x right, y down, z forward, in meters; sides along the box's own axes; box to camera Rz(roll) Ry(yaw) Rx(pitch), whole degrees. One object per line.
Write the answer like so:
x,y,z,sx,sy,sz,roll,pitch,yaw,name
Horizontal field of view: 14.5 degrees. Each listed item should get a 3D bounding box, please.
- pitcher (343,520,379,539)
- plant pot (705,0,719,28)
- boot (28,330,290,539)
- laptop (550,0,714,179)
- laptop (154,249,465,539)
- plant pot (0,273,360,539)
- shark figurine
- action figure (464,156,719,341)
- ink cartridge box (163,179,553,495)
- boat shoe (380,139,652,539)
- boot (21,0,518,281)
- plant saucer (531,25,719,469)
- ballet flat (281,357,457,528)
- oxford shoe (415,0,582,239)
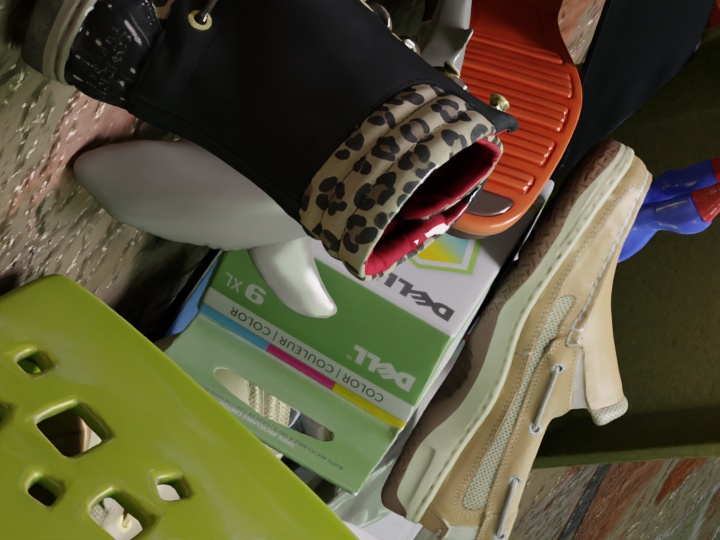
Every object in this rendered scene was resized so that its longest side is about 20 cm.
-0.041,0.199,1.255,0.171,0.121,0.200,23,104,-51,pitcher
0.329,-0.138,1.798,0.200,0.200,0.176,-47,175,-22,plant pot
-0.109,0.108,1.221,0.155,0.073,0.201,-21,138,-50,boot
0.120,-0.173,1.258,0.103,0.201,0.178,-5,143,-17,laptop
-0.033,0.085,1.341,0.188,0.200,0.116,-55,-162,3,laptop
-0.137,0.149,1.038,0.181,0.200,0.200,-20,145,-50,plant pot
0.008,-0.062,1.103,0.214,0.128,0.089,-45,-156,-15,shark figurine
0.098,-0.034,1.308,0.200,0.099,0.065,-42,-175,37,action figure
0.000,0.000,1.203,0.059,0.104,0.200,-63,174,35,ink cartridge box
0.086,0.038,1.238,0.201,0.076,0.072,-62,174,26,boat shoe
-0.003,-0.085,1.001,0.203,0.153,0.074,-38,157,-44,boot
0.138,-0.005,1.386,0.048,0.199,0.201,5,82,-32,plant saucer
-0.027,0.095,1.299,0.200,0.070,0.070,-36,160,-11,ballet flat
0.052,-0.074,1.216,0.201,0.071,0.073,-78,-170,-47,oxford shoe
